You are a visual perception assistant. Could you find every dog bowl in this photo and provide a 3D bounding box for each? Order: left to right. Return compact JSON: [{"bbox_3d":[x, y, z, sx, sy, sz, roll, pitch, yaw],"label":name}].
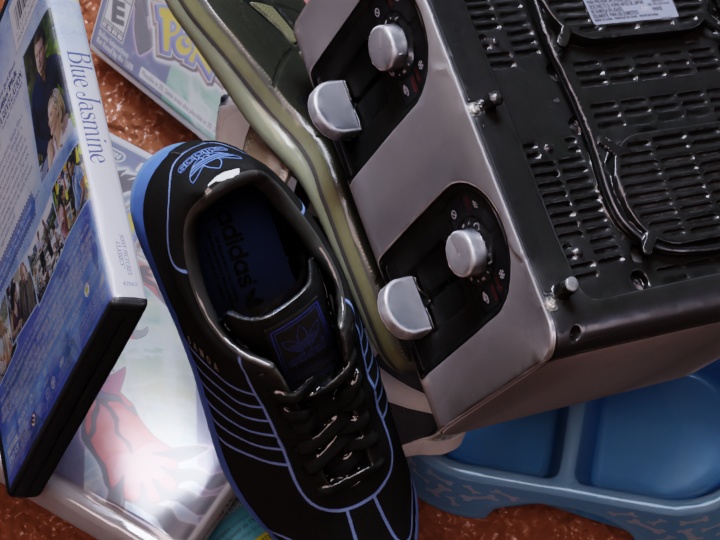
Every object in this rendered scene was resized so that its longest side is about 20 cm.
[{"bbox_3d":[0.102,0.063,0.832,0.198,0.050,0.112,9,74,9],"label":"dog bowl"}]

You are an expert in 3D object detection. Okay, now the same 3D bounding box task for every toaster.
[{"bbox_3d":[0.088,-0.050,0.694,0.199,0.119,0.182,-11,73,-33],"label":"toaster"}]

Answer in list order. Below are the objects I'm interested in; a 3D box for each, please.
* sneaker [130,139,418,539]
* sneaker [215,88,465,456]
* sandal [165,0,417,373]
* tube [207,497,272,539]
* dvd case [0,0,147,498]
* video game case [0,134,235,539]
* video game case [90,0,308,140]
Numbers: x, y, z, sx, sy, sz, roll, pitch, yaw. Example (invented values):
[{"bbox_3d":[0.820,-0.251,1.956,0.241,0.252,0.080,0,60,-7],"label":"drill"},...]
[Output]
[{"bbox_3d":[-0.026,0.043,0.689,0.070,0.078,0.201,-32,106,-15],"label":"sneaker"},{"bbox_3d":[0.000,0.000,0.803,0.128,0.080,0.200,-2,56,-10],"label":"sneaker"},{"bbox_3d":[-0.022,-0.045,0.746,0.057,0.080,0.202,-39,77,32],"label":"sandal"},{"bbox_3d":[-0.088,0.090,0.852,0.077,0.050,0.200,-36,67,-15],"label":"tube"},{"bbox_3d":[-0.139,-0.025,0.770,0.017,0.143,0.201,3,52,-29],"label":"dvd case"},{"bbox_3d":[-0.121,0.024,0.844,0.199,0.023,0.183,28,57,13],"label":"video game case"},{"bbox_3d":[-0.039,-0.133,0.848,0.200,0.023,0.183,39,125,26],"label":"video game case"}]
